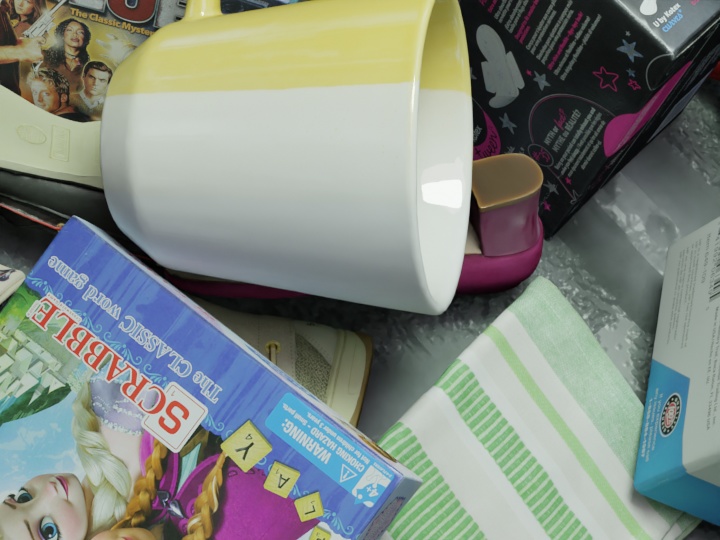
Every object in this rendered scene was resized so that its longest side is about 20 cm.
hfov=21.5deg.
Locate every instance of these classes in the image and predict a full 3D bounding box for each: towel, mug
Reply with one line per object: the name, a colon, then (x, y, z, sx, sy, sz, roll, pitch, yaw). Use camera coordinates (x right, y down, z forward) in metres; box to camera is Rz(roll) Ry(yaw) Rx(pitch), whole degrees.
towel: (0.079, 0.117, 0.926, 0.200, 0.023, 0.153, -42, 98, -34)
mug: (-0.032, -0.072, 0.882, 0.153, 0.150, 0.187, 1, 61, 13)

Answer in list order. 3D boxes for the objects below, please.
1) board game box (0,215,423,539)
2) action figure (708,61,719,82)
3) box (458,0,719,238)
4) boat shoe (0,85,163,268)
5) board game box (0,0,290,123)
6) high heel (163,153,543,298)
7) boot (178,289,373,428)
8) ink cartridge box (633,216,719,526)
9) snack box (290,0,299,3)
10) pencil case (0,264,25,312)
board game box: (-0.110, 0.113, 0.848, 0.200, 0.041, 0.200, 36, 91, 17)
action figure: (0.249, -0.096, 1.078, 0.099, 0.065, 0.200, -23, 73, -12)
box: (0.126, -0.134, 0.991, 0.115, 0.200, 0.132, 44, 64, 8)
boat shoe: (-0.171, -0.051, 0.957, 0.201, 0.063, 0.074, 16, 34, -9)
board game box: (-0.144, -0.123, 0.962, 0.200, 0.136, 0.035, 17, 42, -4)
high heel: (0.000, 0.000, 0.972, 0.199, 0.096, 0.068, -9, 53, -7)
boot: (-0.088, 0.096, 0.910, 0.154, 0.072, 0.200, 19, 58, -4)
ink cartridge box: (0.255, 0.041, 0.923, 0.146, 0.200, 0.147, 22, 62, -18)
snack box: (-0.130, -0.164, 1.005, 0.200, 0.037, 0.116, 17, 102, -4)
pencil case: (-0.254, -0.019, 0.922, 0.200, 0.078, 0.090, 35, 61, 5)
